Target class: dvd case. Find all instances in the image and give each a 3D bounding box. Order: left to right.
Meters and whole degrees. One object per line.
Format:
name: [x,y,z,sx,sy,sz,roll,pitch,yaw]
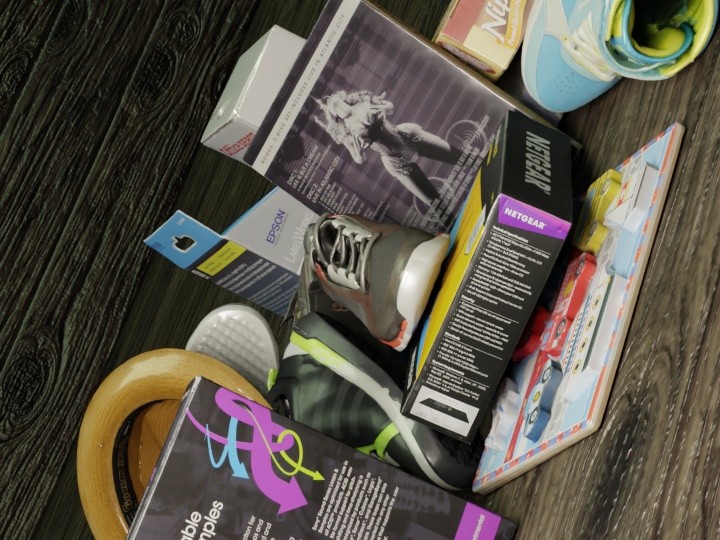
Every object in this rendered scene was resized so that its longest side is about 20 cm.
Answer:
dvd case: [0.032,-0.080,1.348,0.149,0.199,0.016,-59,-10,24]

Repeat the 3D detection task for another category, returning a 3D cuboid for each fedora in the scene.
fedora: [-0.107,0.147,1.411,0.201,0.200,0.082,-58,-15,24]

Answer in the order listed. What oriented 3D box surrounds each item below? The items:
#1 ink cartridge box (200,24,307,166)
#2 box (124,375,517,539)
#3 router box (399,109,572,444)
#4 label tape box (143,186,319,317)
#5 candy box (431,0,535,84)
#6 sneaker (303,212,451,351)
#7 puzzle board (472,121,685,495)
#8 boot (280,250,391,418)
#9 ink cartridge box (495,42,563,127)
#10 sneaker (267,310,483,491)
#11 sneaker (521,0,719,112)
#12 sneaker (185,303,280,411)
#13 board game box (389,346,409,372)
ink cartridge box: [-0.010,-0.102,1.554,0.086,0.199,0.146,-65,12,-10]
box: [-0.028,0.163,1.066,0.144,0.199,0.036,-68,12,-21]
router box: [0.080,-0.002,1.226,0.200,0.051,0.150,-75,8,-71]
label tape box: [-0.063,-0.014,1.602,0.067,0.199,0.143,-65,12,-17]
candy box: [0.093,-0.186,1.406,0.116,0.055,0.200,-63,2,-6]
sneaker: [0.000,0.000,1.262,0.200,0.081,0.078,173,121,-80]
puzzle board: [0.123,0.022,1.154,0.151,0.017,0.201,-44,24,61]
boot: [-0.026,0.074,1.429,0.174,0.069,0.202,112,164,-60]
ink cartridge box: [0.129,-0.141,1.424,0.201,0.042,0.119,-61,10,1]
sneaker: [0.004,0.102,1.253,0.083,0.071,0.200,-56,38,5]
sneaker: [0.154,-0.145,1.223,0.200,0.079,0.131,-55,13,42]
sneaker: [-0.098,0.108,1.493,0.080,0.078,0.202,-88,2,-66]
board game box: [-0.025,0.171,1.445,0.201,0.036,0.152,-58,13,32]
